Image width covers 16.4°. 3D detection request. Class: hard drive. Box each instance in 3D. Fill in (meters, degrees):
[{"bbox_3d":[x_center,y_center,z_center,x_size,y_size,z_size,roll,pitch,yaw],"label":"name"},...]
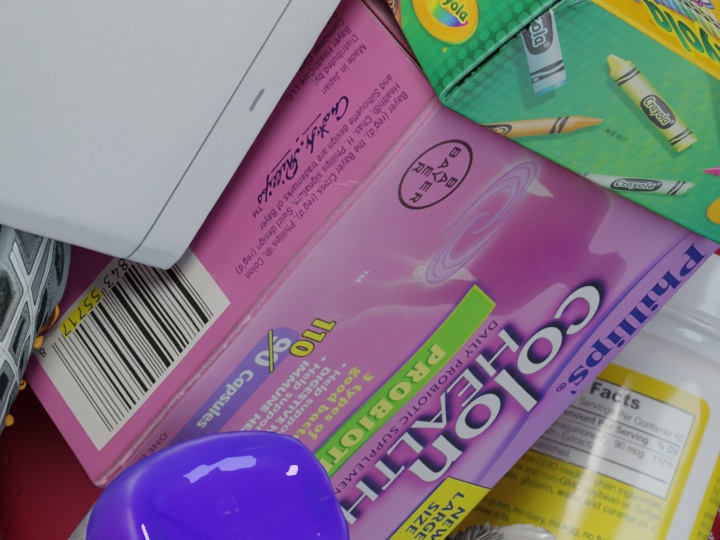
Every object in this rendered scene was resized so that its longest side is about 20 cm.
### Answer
[{"bbox_3d":[-0.099,-0.078,0.714,0.200,0.027,0.132,17,112,-45],"label":"hard drive"}]

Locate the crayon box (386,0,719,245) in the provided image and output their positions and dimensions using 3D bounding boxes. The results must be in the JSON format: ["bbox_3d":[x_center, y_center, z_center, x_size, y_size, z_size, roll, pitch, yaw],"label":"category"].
[{"bbox_3d":[0.077,-0.090,0.844,0.058,0.119,0.200,-38,148,21],"label":"crayon box"}]

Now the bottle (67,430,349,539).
[{"bbox_3d":[-0.073,0.120,0.838,0.083,0.200,0.065,-13,69,-29],"label":"bottle"}]

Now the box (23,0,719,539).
[{"bbox_3d":[0.000,0.000,0.889,0.176,0.097,0.200,-48,147,14],"label":"box"}]

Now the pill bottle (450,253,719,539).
[{"bbox_3d":[0.105,0.086,1.104,0.114,0.114,0.201,30,79,-53],"label":"pill bottle"}]

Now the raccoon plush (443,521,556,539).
[{"bbox_3d":[-0.004,0.190,0.968,0.199,0.097,0.134,-9,122,-16],"label":"raccoon plush"}]

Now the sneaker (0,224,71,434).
[{"bbox_3d":[-0.132,0.018,0.803,0.077,0.078,0.201,12,92,-58],"label":"sneaker"}]

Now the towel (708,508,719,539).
[{"bbox_3d":[0.185,0.136,1.304,0.200,0.022,0.145,-50,139,-27],"label":"towel"}]
